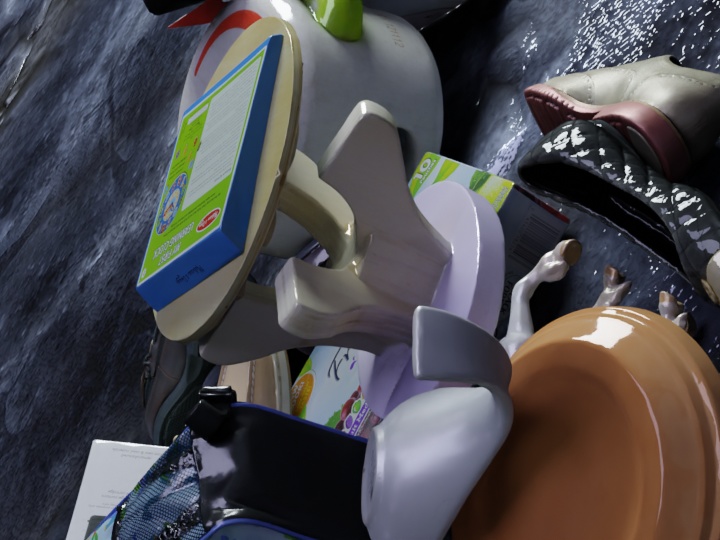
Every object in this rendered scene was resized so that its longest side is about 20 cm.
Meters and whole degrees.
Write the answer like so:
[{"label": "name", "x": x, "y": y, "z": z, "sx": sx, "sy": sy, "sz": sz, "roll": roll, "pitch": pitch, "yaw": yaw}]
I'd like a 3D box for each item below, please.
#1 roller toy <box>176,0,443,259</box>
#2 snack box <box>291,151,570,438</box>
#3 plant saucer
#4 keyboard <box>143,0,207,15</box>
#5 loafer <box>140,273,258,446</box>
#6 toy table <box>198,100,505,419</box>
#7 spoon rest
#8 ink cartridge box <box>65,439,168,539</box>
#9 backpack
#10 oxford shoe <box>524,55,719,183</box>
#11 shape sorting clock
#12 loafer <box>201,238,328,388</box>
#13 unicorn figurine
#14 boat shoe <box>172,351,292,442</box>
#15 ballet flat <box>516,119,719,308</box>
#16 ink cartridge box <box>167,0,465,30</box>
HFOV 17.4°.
[{"label": "roller toy", "x": -0.033, "y": -0.096, "z": 1.634, "sx": 0.200, "sy": 0.139, "sz": 0.184, "roll": -27, "pitch": 59, "yaw": 54}, {"label": "snack box", "x": 0.037, "y": 0.032, "z": 1.485, "sx": 0.201, "sy": 0.053, "sz": 0.142, "roll": -60, "pitch": 23, "yaw": -2}, {"label": "plant saucer", "x": 0.109, "y": 0.115, "z": 1.191, "sx": 0.200, "sy": 0.037, "sz": 0.202, "roll": -20, "pitch": 64, "yaw": 48}, {"label": "keyboard", "x": -0.062, "y": -0.226, "z": 1.652, "sx": 0.104, "sy": 0.199, "sz": 0.040, "roll": 131, "pitch": 122, "yaw": -80}, {"label": "loafer", "x": -0.118, "y": 0.051, "z": 1.670, "sx": 0.063, "sy": 0.072, "sz": 0.200, "roll": 53, "pitch": 144, "yaw": 24}, {"label": "toy table", "x": 0.000, "y": 0.000, "z": 1.367, "sx": 0.184, "sy": 0.117, "sz": 0.200, "roll": -58, "pitch": 20, "yaw": 12}, {"label": "spoon rest", "x": 0.040, "y": 0.088, "z": 1.215, "sx": 0.200, "sy": 0.060, "sz": 0.100, "roll": 105, "pitch": 169, "yaw": -58}, {"label": "ink cartridge box", "x": -0.161, "y": 0.228, "z": 1.557, "sx": 0.116, "sy": 0.067, "sz": 0.201, "roll": 85, "pitch": -166, "yaw": -53}, {"label": "backpack", "x": -0.064, "y": 0.186, "z": 1.344, "sx": 0.200, "sy": 0.182, "sz": 0.148, "roll": -42, "pitch": 43, "yaw": 40}, {"label": "oxford shoe", "x": 0.161, "y": -0.091, "z": 1.398, "sx": 0.075, "sy": 0.071, "sz": 0.200, "roll": -36, "pitch": 21, "yaw": -11}, {"label": "shape sorting clock", "x": -0.078, "y": -0.053, "z": 1.396, "sx": 0.200, "sy": 0.039, "sz": 0.201, "roll": -53, "pitch": 25, "yaw": 37}, {"label": "loafer", "x": -0.037, "y": 0.051, "z": 1.606, "sx": 0.200, "sy": 0.072, "sz": 0.063, "roll": -50, "pitch": 44, "yaw": 32}, {"label": "unicorn figurine", "x": 0.109, "y": 0.060, "z": 1.288, "sx": 0.138, "sy": 0.074, "sz": 0.200, "roll": -57, "pitch": 24, "yaw": 1}, {"label": "boat shoe", "x": -0.090, "y": 0.129, "z": 1.519, "sx": 0.074, "sy": 0.069, "sz": 0.202, "roll": -179, "pitch": 96, "yaw": -69}, {"label": "ballet flat", "x": 0.155, "y": -0.022, "z": 1.273, "sx": 0.057, "sy": 0.067, "sz": 0.200, "roll": -31, "pitch": 37, "yaw": -11}, {"label": "ink cartridge box", "x": -0.013, "y": -0.193, "z": 1.691, "sx": 0.199, "sy": 0.057, "sz": 0.162, "roll": -19, "pitch": -4, "yaw": -40}]
